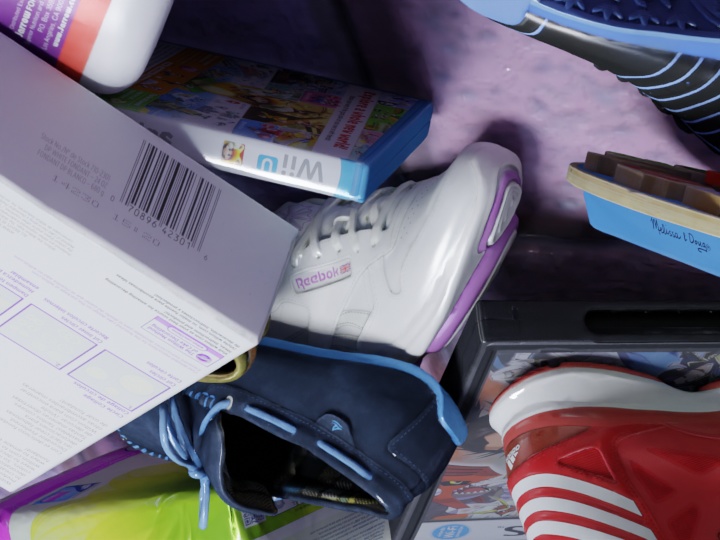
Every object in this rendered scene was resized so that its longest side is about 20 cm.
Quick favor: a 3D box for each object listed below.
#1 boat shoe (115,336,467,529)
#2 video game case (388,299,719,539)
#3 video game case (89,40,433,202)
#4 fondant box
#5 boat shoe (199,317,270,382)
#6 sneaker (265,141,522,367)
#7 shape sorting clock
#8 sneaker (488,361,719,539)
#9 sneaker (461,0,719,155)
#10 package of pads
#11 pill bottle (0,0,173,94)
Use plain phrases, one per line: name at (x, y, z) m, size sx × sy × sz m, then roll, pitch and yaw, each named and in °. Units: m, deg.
boat shoe at (-0.048, 0.070, 1.142) m, size 0.199 × 0.069 × 0.084 m, roll -4°, pitch 135°, yaw 47°
video game case at (0.118, 0.071, 1.171) m, size 0.179 × 0.026 × 0.200 m, roll 0°, pitch 150°, yaw -12°
video game case at (-0.079, -0.070, 1.032) m, size 0.199 × 0.143 × 0.018 m, roll 13°, pitch 105°, yaw 8°
fondant box at (-0.139, 0.003, 1.008) m, size 0.144 × 0.059 × 0.200 m, roll 33°, pitch 143°, yaw -21°
boat shoe at (-0.125, -0.018, 1.092) m, size 0.199 × 0.068 × 0.072 m, roll 24°, pitch 125°, yaw -14°
sneaker at (0.000, 0.000, 1.136) m, size 0.099 × 0.075 × 0.200 m, roll 38°, pitch 139°, yaw -1°
shape sorting clock at (0.174, -0.016, 0.975) m, size 0.198 × 0.040 × 0.200 m, roll 10°, pitch -171°, yaw -2°
sneaker at (0.153, 0.107, 1.099) m, size 0.198 × 0.116 × 0.078 m, roll 2°, pitch 148°, yaw -15°
sneaker at (0.120, -0.082, 0.957) m, size 0.199 × 0.070 × 0.078 m, roll 16°, pitch 143°, yaw 3°
package of pads at (-0.086, 0.127, 1.308) m, size 0.199 × 0.154 × 0.069 m, roll -9°, pitch 96°, yaw 37°
pill bottle at (-0.155, -0.150, 0.953) m, size 0.199 × 0.113 × 0.113 m, roll 23°, pitch 148°, yaw -6°
